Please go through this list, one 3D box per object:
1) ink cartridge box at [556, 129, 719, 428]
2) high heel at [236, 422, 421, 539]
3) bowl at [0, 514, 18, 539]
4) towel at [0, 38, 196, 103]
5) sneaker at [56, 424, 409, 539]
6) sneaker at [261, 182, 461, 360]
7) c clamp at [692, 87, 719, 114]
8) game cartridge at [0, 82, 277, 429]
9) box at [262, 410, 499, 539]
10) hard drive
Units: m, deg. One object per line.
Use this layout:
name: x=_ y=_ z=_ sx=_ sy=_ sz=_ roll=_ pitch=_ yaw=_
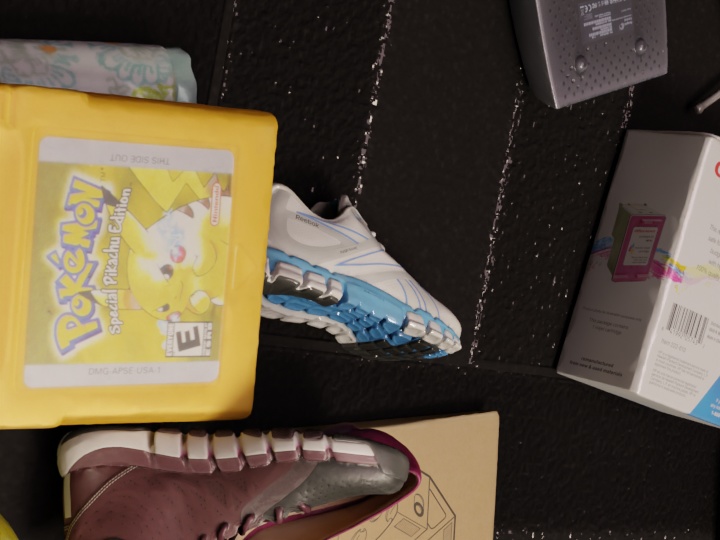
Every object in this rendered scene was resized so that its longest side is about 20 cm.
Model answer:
ink cartridge box: x=0.250 y=0.007 z=1.099 sx=0.144 sy=0.085 sz=0.200 roll=21 pitch=85 yaw=-40
high heel: x=-0.061 y=0.151 z=0.847 sx=0.200 sy=0.096 sz=0.068 roll=-33 pitch=108 yaw=-17
bowl: x=-0.238 y=0.203 z=0.721 sx=0.200 sy=0.108 sz=0.201 roll=-8 pitch=102 yaw=-37
towel: x=-0.170 y=-0.024 z=0.777 sx=0.171 sy=0.048 sz=0.200 roll=-5 pitch=100 yaw=-39
sneaker: x=-0.073 y=0.148 z=0.802 sx=0.076 sy=0.200 sz=0.116 roll=65 pitch=26 yaw=-75
sneaker: x=0.000 y=0.000 z=0.908 sx=0.200 sy=0.075 sz=0.087 roll=29 pitch=56 yaw=-47
c clamp: x=0.307 y=-0.248 z=1.139 sx=0.171 sy=0.027 sz=0.200 roll=-30 pitch=114 yaw=-33
game cartridge: x=-0.140 y=-0.005 z=0.756 sx=0.200 sy=0.032 sz=0.177 roll=1 pitch=96 yaw=-38
box: x=0.013 y=0.182 z=0.976 sx=0.200 sy=0.021 sz=0.164 roll=0 pitch=97 yaw=-38
hard drive: x=0.156 y=-0.225 z=1.011 sx=0.135 sy=0.042 sz=0.200 roll=-21 pitch=109 yaw=-35
